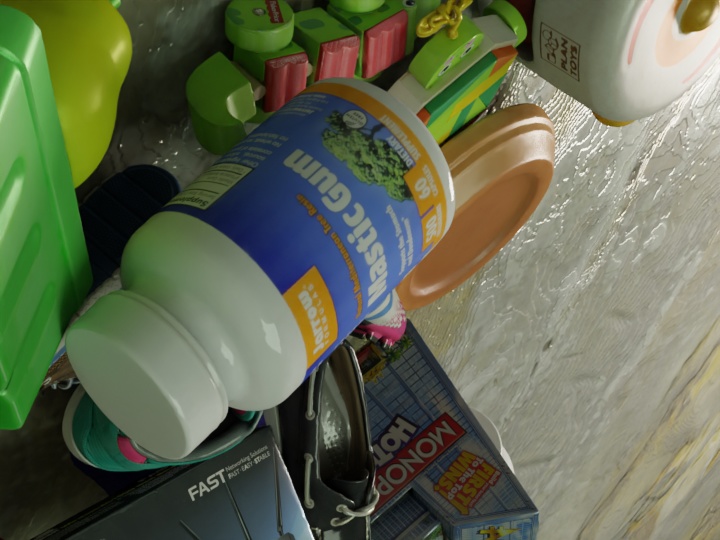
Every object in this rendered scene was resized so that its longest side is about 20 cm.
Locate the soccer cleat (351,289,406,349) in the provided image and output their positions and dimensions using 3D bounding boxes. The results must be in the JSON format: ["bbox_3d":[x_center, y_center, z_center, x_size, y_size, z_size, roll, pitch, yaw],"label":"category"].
[{"bbox_3d":[0.000,0.000,0.844,0.200,0.069,0.087,37,70,-79],"label":"soccer cleat"}]

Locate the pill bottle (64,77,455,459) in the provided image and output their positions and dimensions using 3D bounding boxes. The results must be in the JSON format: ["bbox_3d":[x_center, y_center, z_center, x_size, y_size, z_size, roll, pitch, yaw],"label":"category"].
[{"bbox_3d":[-0.050,-0.001,0.660,0.200,0.111,0.113,-45,152,-32],"label":"pill bottle"}]

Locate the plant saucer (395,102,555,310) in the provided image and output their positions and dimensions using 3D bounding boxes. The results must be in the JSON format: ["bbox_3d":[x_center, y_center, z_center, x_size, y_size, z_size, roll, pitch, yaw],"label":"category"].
[{"bbox_3d":[0.074,-0.037,0.965,0.200,0.037,0.201,-37,160,-16],"label":"plant saucer"}]

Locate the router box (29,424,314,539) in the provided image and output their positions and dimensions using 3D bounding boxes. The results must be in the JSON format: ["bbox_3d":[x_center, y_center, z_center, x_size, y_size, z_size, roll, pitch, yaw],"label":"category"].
[{"bbox_3d":[-0.113,0.205,0.811,0.062,0.151,0.199,-18,-174,45],"label":"router box"}]

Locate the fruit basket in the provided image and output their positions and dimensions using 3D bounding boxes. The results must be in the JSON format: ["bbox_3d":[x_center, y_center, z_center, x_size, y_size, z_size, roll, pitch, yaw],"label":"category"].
[{"bbox_3d":[-0.184,-0.054,0.578,0.154,0.217,0.217,1,135,-3],"label":"fruit basket"}]

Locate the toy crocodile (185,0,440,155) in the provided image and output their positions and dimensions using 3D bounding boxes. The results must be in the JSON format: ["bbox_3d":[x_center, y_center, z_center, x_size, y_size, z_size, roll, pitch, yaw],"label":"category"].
[{"bbox_3d":[-0.021,-0.129,0.758,0.199,0.062,0.068,-29,144,-33],"label":"toy crocodile"}]

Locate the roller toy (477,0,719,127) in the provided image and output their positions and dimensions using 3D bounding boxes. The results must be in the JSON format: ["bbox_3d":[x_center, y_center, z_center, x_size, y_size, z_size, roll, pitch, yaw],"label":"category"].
[{"bbox_3d":[0.180,-0.200,0.873,0.182,0.140,0.201,3,122,-54],"label":"roller toy"}]

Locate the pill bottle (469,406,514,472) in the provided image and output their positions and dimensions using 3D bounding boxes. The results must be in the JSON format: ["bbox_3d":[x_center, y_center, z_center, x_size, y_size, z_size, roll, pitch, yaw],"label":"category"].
[{"bbox_3d":[0.090,0.216,1.231,0.116,0.116,0.201,-39,147,-19],"label":"pill bottle"}]

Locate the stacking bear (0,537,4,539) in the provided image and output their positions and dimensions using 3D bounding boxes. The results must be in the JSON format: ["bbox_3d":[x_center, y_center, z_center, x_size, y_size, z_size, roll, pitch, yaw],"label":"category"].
[{"bbox_3d":[-0.274,0.248,0.794,0.201,0.113,0.121,-58,149,3],"label":"stacking bear"}]

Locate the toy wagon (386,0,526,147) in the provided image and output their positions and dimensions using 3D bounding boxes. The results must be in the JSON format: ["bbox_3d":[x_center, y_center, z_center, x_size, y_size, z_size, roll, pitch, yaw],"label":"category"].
[{"bbox_3d":[0.042,-0.109,0.826,0.155,0.040,0.200,-41,173,-17],"label":"toy wagon"}]

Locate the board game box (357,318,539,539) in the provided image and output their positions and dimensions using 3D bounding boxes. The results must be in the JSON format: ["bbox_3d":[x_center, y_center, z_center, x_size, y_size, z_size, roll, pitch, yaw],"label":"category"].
[{"bbox_3d":[0.032,0.168,1.016,0.199,0.200,0.062,-38,149,-21],"label":"board game box"}]

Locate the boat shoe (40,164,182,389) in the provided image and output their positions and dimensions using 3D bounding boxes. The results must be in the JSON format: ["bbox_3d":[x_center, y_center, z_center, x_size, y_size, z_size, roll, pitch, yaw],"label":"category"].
[{"bbox_3d":[-0.168,0.031,0.727,0.200,0.072,0.073,-41,150,-17],"label":"boat shoe"}]

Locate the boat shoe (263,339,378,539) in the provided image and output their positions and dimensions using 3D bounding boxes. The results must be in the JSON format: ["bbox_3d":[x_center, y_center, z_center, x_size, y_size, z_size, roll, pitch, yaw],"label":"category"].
[{"bbox_3d":[-0.019,0.140,0.900,0.074,0.060,0.202,-14,99,-49],"label":"boat shoe"}]

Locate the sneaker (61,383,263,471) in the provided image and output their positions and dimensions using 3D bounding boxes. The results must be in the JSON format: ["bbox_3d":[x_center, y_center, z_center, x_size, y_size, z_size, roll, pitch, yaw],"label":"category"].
[{"bbox_3d":[-0.088,0.037,0.765,0.084,0.120,0.201,43,72,-25],"label":"sneaker"}]

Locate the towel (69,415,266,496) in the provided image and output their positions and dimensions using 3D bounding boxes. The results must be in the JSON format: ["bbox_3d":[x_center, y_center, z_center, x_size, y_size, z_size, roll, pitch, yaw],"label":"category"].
[{"bbox_3d":[-0.118,0.113,0.913,0.148,0.049,0.200,-48,151,-15],"label":"towel"}]
